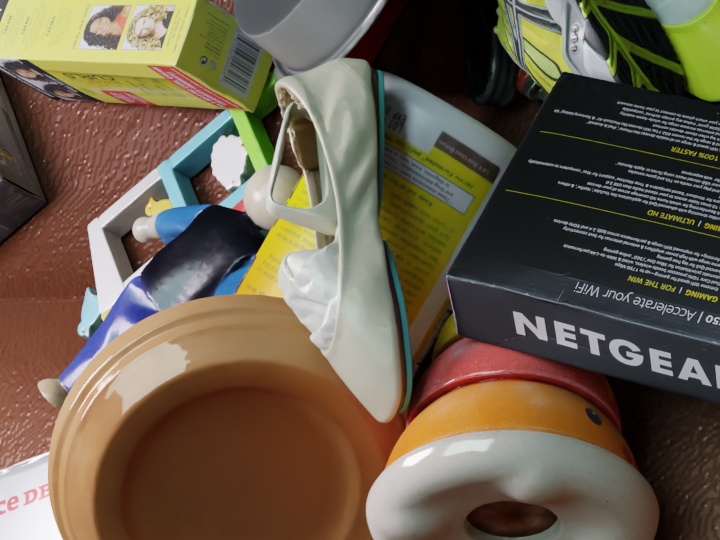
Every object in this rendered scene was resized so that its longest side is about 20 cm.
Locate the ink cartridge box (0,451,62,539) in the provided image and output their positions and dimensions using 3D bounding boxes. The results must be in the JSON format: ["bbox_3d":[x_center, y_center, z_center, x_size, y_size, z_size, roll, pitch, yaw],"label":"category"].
[{"bbox_3d":[-0.163,0.211,1.464,0.144,0.084,0.201,-22,60,29],"label":"ink cartridge box"}]

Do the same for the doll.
[{"bbox_3d":[-0.106,0.013,1.503,0.200,0.048,0.137,-46,40,12],"label":"doll"}]

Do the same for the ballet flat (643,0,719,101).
[{"bbox_3d":[0.162,-0.181,1.400,0.067,0.067,0.201,-28,56,22],"label":"ballet flat"}]

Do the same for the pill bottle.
[{"bbox_3d":[0.000,0.000,1.415,0.109,0.109,0.201,29,89,42],"label":"pill bottle"}]

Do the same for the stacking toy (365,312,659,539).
[{"bbox_3d":[0.078,0.056,1.327,0.145,0.146,0.201,-21,47,29],"label":"stacking toy"}]

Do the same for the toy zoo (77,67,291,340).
[{"bbox_3d":[-0.093,-0.017,1.554,0.200,0.020,0.132,-39,52,18],"label":"toy zoo"}]

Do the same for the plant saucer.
[{"bbox_3d":[-0.064,0.110,1.360,0.200,0.200,0.038,-46,24,12],"label":"plant saucer"}]

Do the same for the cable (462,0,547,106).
[{"bbox_3d":[0.081,-0.162,1.487,0.097,0.050,0.200,-59,33,24],"label":"cable"}]

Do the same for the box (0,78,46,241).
[{"bbox_3d":[-0.304,-0.077,1.726,0.158,0.048,0.201,-38,52,19],"label":"box"}]

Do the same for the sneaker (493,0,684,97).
[{"bbox_3d":[0.093,-0.154,1.365,0.076,0.075,0.201,-23,93,44],"label":"sneaker"}]

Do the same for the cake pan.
[{"bbox_3d":[-0.013,-0.201,1.410,0.200,0.037,0.201,-48,30,40],"label":"cake pan"}]

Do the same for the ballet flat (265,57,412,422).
[{"bbox_3d":[-0.016,-0.017,1.323,0.069,0.069,0.201,-21,60,29],"label":"ballet flat"}]

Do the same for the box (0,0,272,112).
[{"bbox_3d":[-0.146,-0.136,1.599,0.199,0.075,0.050,6,74,45],"label":"box"}]

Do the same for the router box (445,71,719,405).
[{"bbox_3d":[0.161,-0.013,1.268,0.199,0.051,0.150,15,54,25],"label":"router box"}]

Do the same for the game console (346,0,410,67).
[{"bbox_3d":[-0.010,-0.211,1.482,0.118,0.172,0.201,32,111,7],"label":"game console"}]
